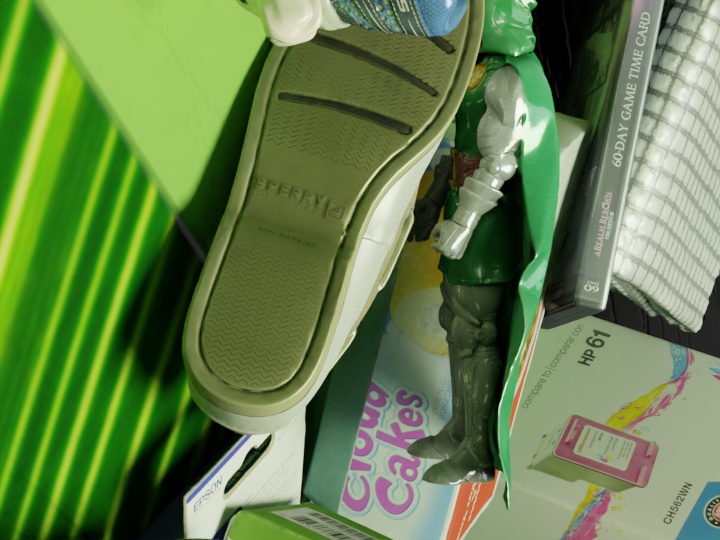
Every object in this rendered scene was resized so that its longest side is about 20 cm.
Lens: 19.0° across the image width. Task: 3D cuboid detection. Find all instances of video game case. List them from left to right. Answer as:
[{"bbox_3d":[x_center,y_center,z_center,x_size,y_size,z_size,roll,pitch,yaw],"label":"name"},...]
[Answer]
[{"bbox_3d":[0.116,-0.074,1.047,0.143,0.019,0.201,136,-33,-83],"label":"video game case"}]

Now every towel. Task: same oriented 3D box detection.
[{"bbox_3d":[0.162,-0.066,1.209,0.166,0.085,0.200,-70,158,-2],"label":"towel"}]

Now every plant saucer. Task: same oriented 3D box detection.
[{"bbox_3d":[0.000,0.000,0.905,0.070,0.019,0.201,-113,-146,-69],"label":"plant saucer"}]

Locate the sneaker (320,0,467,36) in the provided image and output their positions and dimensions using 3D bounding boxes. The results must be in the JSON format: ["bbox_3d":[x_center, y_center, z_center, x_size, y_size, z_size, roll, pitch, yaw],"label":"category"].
[{"bbox_3d":[0.039,-0.173,0.781,0.201,0.085,0.077,-69,160,-2],"label":"sneaker"}]

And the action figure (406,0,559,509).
[{"bbox_3d":[0.048,-0.017,0.862,0.118,0.055,0.201,-135,-131,-78],"label":"action figure"}]

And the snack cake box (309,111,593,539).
[{"bbox_3d":[0.042,0.026,0.988,0.115,0.067,0.201,-41,146,-69],"label":"snack cake box"}]

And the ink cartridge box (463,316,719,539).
[{"bbox_3d":[0.140,0.110,1.152,0.145,0.199,0.085,-51,149,-42],"label":"ink cartridge box"}]

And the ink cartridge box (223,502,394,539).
[{"bbox_3d":[-0.009,0.211,0.845,0.201,0.147,0.076,-69,160,4],"label":"ink cartridge box"}]

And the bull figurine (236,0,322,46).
[{"bbox_3d":[-0.008,-0.173,0.666,0.121,0.065,0.201,177,-72,-76],"label":"bull figurine"}]

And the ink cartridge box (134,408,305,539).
[{"bbox_3d":[-0.061,0.135,0.894,0.095,0.037,0.200,-46,152,-46],"label":"ink cartridge box"}]

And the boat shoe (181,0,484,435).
[{"bbox_3d":[-0.014,-0.032,0.817,0.200,0.075,0.068,-63,175,-18],"label":"boat shoe"}]

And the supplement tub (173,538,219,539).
[{"bbox_3d":[-0.090,0.160,0.717,0.200,0.122,0.123,-3,112,-69],"label":"supplement tub"}]
